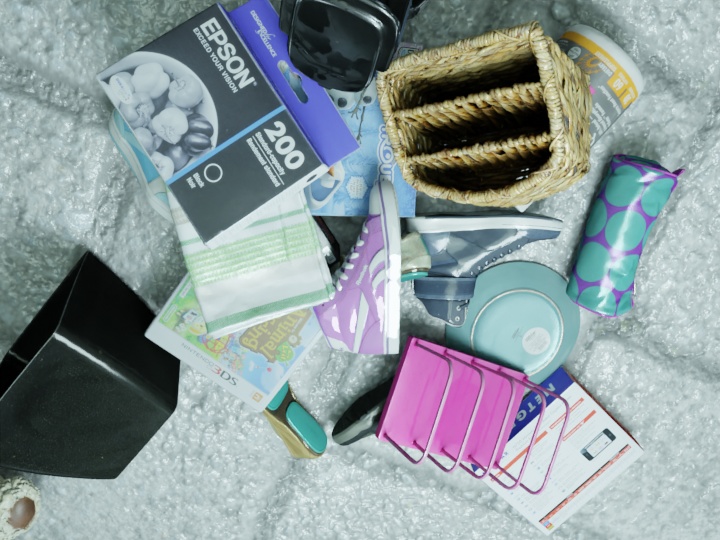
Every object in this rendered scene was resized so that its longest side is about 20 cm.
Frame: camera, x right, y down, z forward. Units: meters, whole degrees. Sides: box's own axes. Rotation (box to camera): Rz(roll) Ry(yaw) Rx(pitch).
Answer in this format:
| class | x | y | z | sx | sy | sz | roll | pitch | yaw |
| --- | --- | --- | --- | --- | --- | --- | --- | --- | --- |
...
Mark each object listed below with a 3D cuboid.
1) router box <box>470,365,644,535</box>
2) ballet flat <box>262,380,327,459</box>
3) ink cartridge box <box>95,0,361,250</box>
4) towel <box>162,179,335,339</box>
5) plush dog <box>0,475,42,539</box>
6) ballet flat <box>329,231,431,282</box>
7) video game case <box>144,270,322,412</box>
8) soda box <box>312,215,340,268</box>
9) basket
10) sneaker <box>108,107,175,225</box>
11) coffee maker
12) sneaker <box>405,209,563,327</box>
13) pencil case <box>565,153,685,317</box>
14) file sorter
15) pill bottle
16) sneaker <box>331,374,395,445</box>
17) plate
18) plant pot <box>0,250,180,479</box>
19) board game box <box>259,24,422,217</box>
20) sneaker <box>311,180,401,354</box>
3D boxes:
| class | x | y | z | sx | sy | sz | roll | pitch | yaw |
| --- | --- | --- | --- | --- | --- | --- | --- | --- | --- |
| router box | 0.290 | 0.272 | 0.951 | 0.200 | 0.049 | 0.179 | -44 | 108 | 10 |
| ballet flat | -0.121 | 0.189 | 0.889 | 0.062 | 0.069 | 0.202 | -20 | 109 | 34 |
| ink cartridge box | -0.127 | -0.160 | 0.649 | 0.199 | 0.043 | 0.200 | -35 | 92 | -10 |
| towel | -0.121 | -0.043 | 0.683 | 0.147 | 0.031 | 0.204 | -17 | 97 | -11 |
| plush dog | -0.557 | 0.308 | 0.871 | 0.198 | 0.160 | 0.174 | -30 | 95 | -23 |
| ballet flat | 0.000 | 0.000 | 0.825 | 0.197 | 0.067 | 0.064 | -18 | 79 | 24 |
| video game case | -0.140 | 0.055 | 0.790 | 0.181 | 0.022 | 0.201 | 36 | 104 | -13 |
| soda box | -0.102 | -0.086 | 0.791 | 0.063 | 0.071 | 0.202 | -30 | 108 | 7 |
| basket | 0.124 | -0.145 | 0.668 | 0.197 | 0.148 | 0.146 | 0 | 85 | 38 |
| sneaker | -0.204 | -0.145 | 0.703 | 0.200 | 0.079 | 0.131 | 48 | 134 | 11 |
| coffee maker | -0.002 | -0.312 | 0.624 | 0.132 | 0.203 | 0.193 | 9 | 154 | 16 |
| sneaker | 0.161 | -0.003 | 0.829 | 0.198 | 0.077 | 0.149 | -2 | 98 | 6 |
| pencil case | 0.341 | -0.046 | 0.834 | 0.091 | 0.085 | 0.204 | 16 | 108 | 7 |
| file sorter | 0.147 | 0.190 | 0.816 | 0.197 | 0.125 | 0.141 | 20 | 90 | -22 |
| pill bottle | 0.228 | -0.177 | 0.764 | 0.116 | 0.117 | 0.201 | 37 | 102 | -15 |
| sneaker | 0.059 | 0.211 | 0.901 | 0.198 | 0.076 | 0.115 | -33 | 102 | 1 |
| plate | 0.218 | 0.087 | 0.900 | 0.196 | 0.026 | 0.204 | -1 | 108 | -4 |
| plant pot | -0.334 | 0.134 | 0.793 | 0.177 | 0.200 | 0.200 | 36 | 103 | -27 |
| board game box | -0.027 | -0.166 | 0.742 | 0.195 | 0.043 | 0.204 | -1 | 98 | -21 |
| sneaker | -0.008 | -0.001 | 0.732 | 0.112 | 0.073 | 0.205 | 2 | 100 | 3 |
